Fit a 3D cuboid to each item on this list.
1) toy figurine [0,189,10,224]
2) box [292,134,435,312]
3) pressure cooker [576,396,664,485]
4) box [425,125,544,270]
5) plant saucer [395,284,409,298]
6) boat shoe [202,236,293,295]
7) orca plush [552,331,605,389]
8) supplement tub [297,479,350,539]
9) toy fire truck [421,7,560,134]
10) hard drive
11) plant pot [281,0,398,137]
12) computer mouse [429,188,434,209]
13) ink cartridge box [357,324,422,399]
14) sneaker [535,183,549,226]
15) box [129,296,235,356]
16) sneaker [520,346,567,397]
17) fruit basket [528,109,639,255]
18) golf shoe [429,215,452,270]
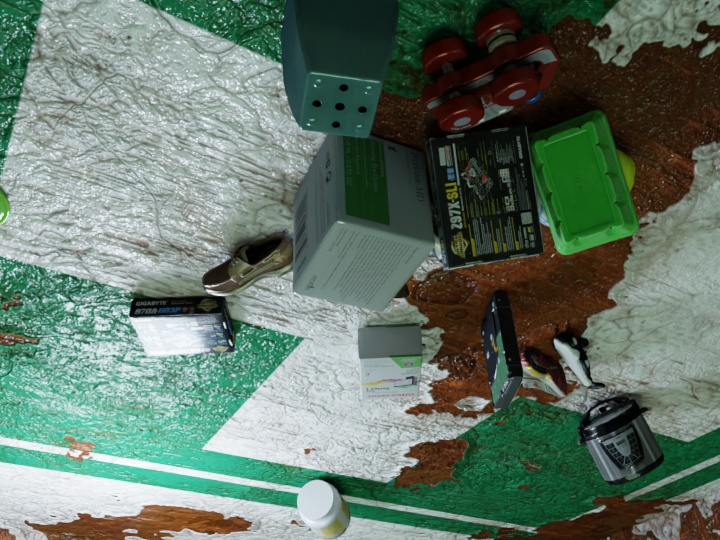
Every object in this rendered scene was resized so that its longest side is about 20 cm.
[{"bbox_3d":[-0.696,-0.050,1.182,0.195,0.187,0.151,5,143,-9],"label":"toy figurine"},{"bbox_3d":[-0.002,-0.079,1.174,0.168,0.202,0.201,13,141,-22],"label":"box"},{"bbox_3d":[0.682,0.445,1.933,0.174,0.203,0.178,-19,167,-36],"label":"pressure cooker"},{"bbox_3d":[0.193,-0.113,1.135,0.156,0.205,0.049,-9,179,-4],"label":"box"},{"bbox_3d":[0.000,0.000,1.332,0.196,0.200,0.037,13,101,-20],"label":"plant saucer"},{"bbox_3d":[-0.212,-0.016,1.361,0.196,0.077,0.072,-22,137,9],"label":"boat shoe"},{"bbox_3d":[0.518,0.198,1.689,0.071,0.105,0.200,-44,109,-6],"label":"orca plush"},{"bbox_3d":[-0.119,0.776,2.365,0.142,0.148,0.201,-10,143,10],"label":"supplement tub"},{"bbox_3d":[0.187,-0.265,1.034,0.197,0.114,0.167,-21,164,24],"label":"toy fire truck"},{"bbox_3d":[0.294,0.166,1.524,0.037,0.203,0.141,1,143,-4],"label":"hard drive"},{"bbox_3d":[-0.027,-0.274,0.909,0.138,0.203,0.142,5,143,-10],"label":"plant pot"},{"bbox_3d":[0.204,-0.102,1.216,0.197,0.047,0.140,22,174,26],"label":"computer mouse"},{"bbox_3d":[0.067,0.214,1.671,0.141,0.085,0.202,-3,144,0],"label":"ink cartridge box"},{"bbox_3d":[0.280,-0.129,1.246,0.198,0.073,0.072,27,158,-36],"label":"sneaker"},{"bbox_3d":[-0.374,0.120,1.549,0.195,0.047,0.160,-3,144,0],"label":"box"},{"bbox_3d":[0.431,0.250,1.763,0.199,0.079,0.082,35,135,-27],"label":"sneaker"},{"bbox_3d":[0.361,-0.142,1.160,0.153,0.219,0.216,-18,142,20],"label":"fruit basket"},{"bbox_3d":[0.116,-0.069,1.244,0.093,0.200,0.079,31,93,-16],"label":"golf shoe"}]
